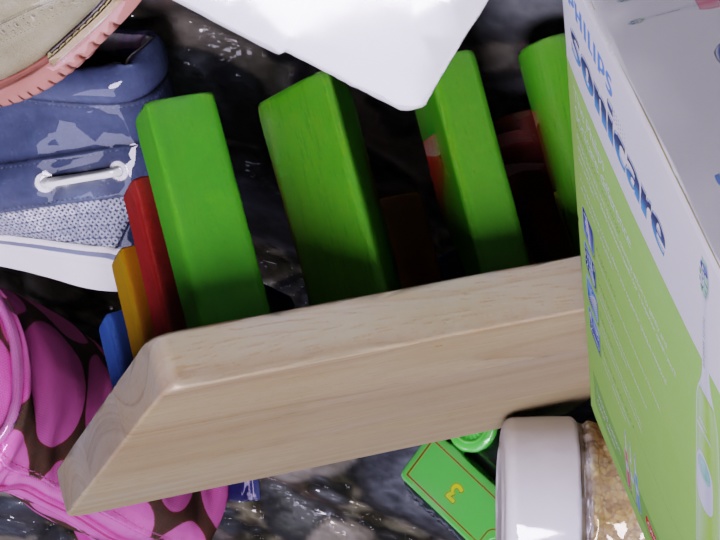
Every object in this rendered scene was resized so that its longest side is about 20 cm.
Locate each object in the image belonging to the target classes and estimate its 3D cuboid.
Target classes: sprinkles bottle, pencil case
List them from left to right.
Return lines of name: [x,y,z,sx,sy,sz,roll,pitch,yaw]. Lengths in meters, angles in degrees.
pencil case: [-0.122,0.069,1.042,0.091,0.094,0.200,-18,156,18]
sprinkles bottle: [0.150,0.087,0.956,0.199,0.068,0.068,0,145,0]

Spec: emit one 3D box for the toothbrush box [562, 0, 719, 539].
toothbrush box: [0.118,0.019,0.711,0.086,0.146,0.200,-16,138,-4]

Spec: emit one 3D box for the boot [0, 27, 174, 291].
boot: [-0.145,-0.052,0.962,0.200,0.073,0.091,5,123,26]

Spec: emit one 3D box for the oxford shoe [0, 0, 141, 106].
oxford shoe: [-0.094,-0.115,0.836,0.200,0.071,0.074,-29,121,36]

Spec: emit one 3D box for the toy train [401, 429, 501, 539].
toy train: [0.094,0.123,1.010,0.200,0.056,0.042,43,-167,28]

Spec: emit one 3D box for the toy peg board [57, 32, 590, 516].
toy peg board: [0.000,0.000,0.887,0.199,0.098,0.199,-10,167,-17]

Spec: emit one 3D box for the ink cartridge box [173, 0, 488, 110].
ink cartridge box: [-0.044,-0.143,0.720,0.200,0.068,0.115,27,114,-11]
